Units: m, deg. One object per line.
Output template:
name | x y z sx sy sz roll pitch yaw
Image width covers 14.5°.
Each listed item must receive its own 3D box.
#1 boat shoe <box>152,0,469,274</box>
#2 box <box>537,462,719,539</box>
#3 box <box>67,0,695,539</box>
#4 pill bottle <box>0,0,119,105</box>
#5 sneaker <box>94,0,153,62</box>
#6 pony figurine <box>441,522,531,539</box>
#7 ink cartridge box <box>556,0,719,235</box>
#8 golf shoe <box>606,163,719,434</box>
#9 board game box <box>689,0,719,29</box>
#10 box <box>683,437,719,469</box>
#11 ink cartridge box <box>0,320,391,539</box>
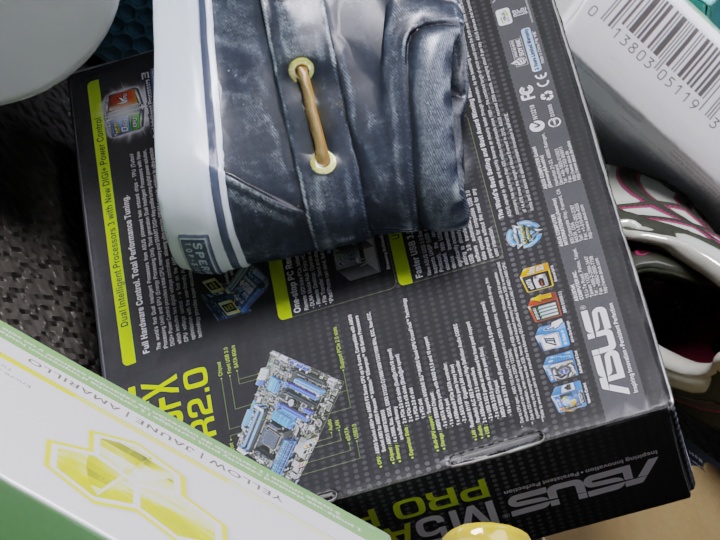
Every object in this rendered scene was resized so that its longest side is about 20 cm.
boat shoe | -0.016 -0.097 0.843 0.071 0.091 0.201 70 15 -71
box | 0.123 0.152 0.902 0.163 0.021 0.200 8 53 -53
box | 0.000 0.000 0.850 0.044 0.160 0.200 69 6 -47
pill bottle | -0.123 -0.146 0.883 0.113 0.113 0.200 35 29 -29
sneaker | -0.026 -0.097 1.019 0.200 0.079 0.131 41 29 -22
pony figurine | 0.062 0.160 0.663 0.192 0.167 0.201 3 54 -12
ink cartridge box | 0.120 -0.053 1.102 0.161 0.050 0.200 41 -3 -10
golf shoe | 0.097 -0.001 1.008 0.200 0.077 0.088 30 -3 40
board game box | 0.071 -0.145 1.114 0.200 0.047 0.151 36 -10 16
box | 0.082 0.109 0.961 0.200 0.049 0.161 37 34 -27
ink cartridge box | -0.071 0.079 0.672 0.145 0.048 0.200 30 13 -3
